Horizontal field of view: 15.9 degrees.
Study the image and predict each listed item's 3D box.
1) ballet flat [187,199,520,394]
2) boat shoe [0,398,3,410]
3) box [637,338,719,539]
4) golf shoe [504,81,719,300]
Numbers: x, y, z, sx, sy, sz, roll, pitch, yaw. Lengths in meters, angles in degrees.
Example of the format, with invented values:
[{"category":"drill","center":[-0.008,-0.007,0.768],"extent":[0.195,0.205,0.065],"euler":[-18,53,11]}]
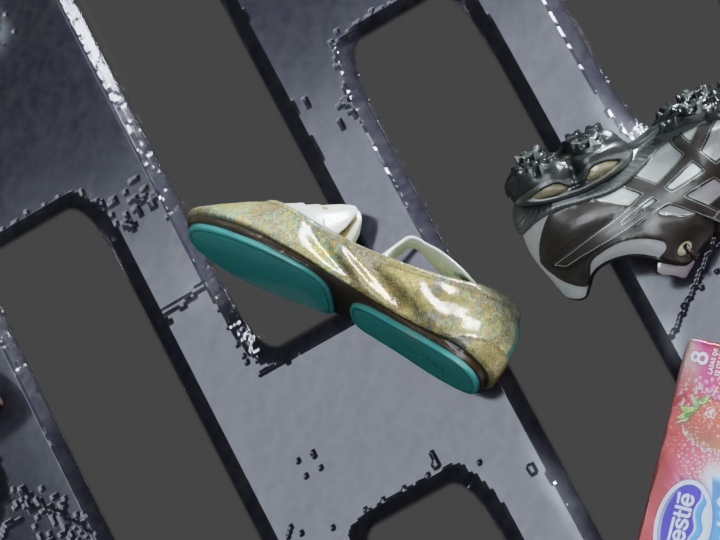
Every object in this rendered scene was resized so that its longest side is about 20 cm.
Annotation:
[{"category":"ballet flat","center":[0.000,0.000,1.441],"extent":[0.200,0.071,0.071],"euler":[27,91,14]},{"category":"boat shoe","center":[-0.280,0.137,1.482],"extent":[0.072,0.072,0.200],"euler":[37,87,14]},{"category":"box","center":[0.198,0.144,1.360],"extent":[0.095,0.100,0.200],"euler":[14,88,13]},{"category":"golf shoe","center":[0.182,-0.049,1.406],"extent":[0.200,0.078,0.095],"euler":[-20,98,11]}]
